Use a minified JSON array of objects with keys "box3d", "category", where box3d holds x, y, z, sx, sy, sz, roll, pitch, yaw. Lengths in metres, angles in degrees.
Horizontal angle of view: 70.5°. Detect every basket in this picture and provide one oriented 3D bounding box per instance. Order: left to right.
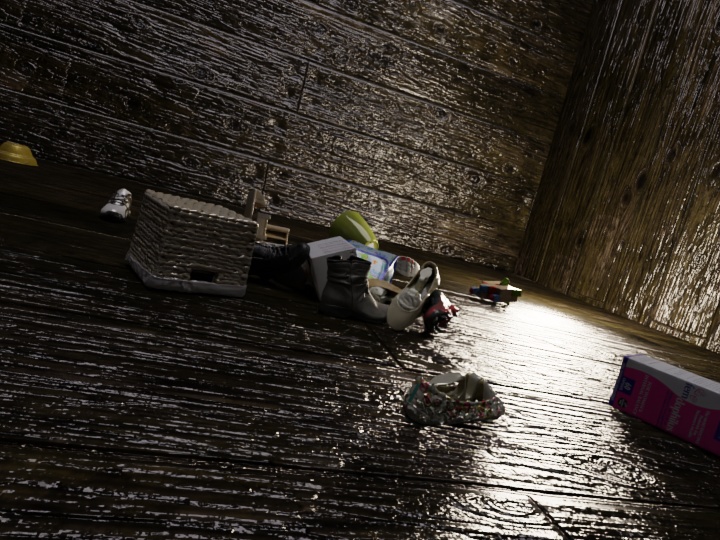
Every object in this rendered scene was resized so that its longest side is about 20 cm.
[{"box3d":[-0.340,-0.054,1.031,0.197,0.162,0.199,9,11,-40],"category":"basket"}]

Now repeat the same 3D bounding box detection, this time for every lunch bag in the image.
[{"box3d":[0.000,0.000,1.466,0.169,0.128,0.200,19,25,14],"category":"lunch bag"}]

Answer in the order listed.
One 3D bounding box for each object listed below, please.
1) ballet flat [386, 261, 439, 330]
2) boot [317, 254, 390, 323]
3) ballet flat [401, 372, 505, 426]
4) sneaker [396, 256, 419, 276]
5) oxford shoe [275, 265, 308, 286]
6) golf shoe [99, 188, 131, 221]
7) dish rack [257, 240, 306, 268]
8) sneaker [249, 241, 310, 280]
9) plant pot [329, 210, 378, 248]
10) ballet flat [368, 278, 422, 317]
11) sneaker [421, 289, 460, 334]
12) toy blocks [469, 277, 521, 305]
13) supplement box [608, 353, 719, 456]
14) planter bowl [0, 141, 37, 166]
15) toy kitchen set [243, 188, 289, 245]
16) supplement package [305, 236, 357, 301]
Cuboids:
[{"box3d":[0.121,0.049,1.138,0.069,0.070,0.200,18,46,25],"category":"ballet flat"},{"box3d":[0.008,0.040,1.115,0.199,0.132,0.068,10,9,-28],"category":"boot"},{"box3d":[0.139,0.171,0.689,0.199,0.064,0.075,8,9,-43],"category":"ballet flat"},{"box3d":[0.143,-0.027,2.076,0.198,0.078,0.082,14,1,-7],"category":"sneaker"},{"box3d":[-0.190,-0.006,1.310,0.199,0.072,0.071,21,5,43],"category":"oxford shoe"},{"box3d":[-0.755,-0.207,1.579,0.077,0.095,0.200,13,9,-21],"category":"golf shoe"},{"box3d":[-0.229,-0.041,1.579,0.171,0.044,0.199,10,9,-39],"category":"dish rack"},{"box3d":[-0.223,-0.031,1.208,0.199,0.060,0.104,-25,-42,31],"category":"sneaker"},{"box3d":[-0.012,-0.141,2.308,0.186,0.188,0.200,7,25,-43],"category":"plant pot"},{"box3d":[0.075,0.070,1.293,0.198,0.069,0.063,16,22,13],"category":"ballet flat"},{"box3d":[0.171,0.092,1.195,0.098,0.071,0.200,46,15,13],"category":"sneaker"},{"box3d":[0.517,0.082,1.997,0.135,0.101,0.200,1,10,-14],"category":"toy blocks"},{"box3d":[0.573,0.235,0.913,0.103,0.102,0.199,7,11,-45],"category":"supplement box"},{"box3d":[-1.673,-0.573,2.471,0.199,0.084,0.200,14,8,-2],"category":"planter bowl"},{"box3d":[-0.298,-0.167,1.707,0.179,0.165,0.199,10,-7,-30],"category":"toy kitchen set"},{"box3d":[-0.072,-0.009,1.264,0.109,0.115,0.200,-13,13,-10],"category":"supplement package"}]
